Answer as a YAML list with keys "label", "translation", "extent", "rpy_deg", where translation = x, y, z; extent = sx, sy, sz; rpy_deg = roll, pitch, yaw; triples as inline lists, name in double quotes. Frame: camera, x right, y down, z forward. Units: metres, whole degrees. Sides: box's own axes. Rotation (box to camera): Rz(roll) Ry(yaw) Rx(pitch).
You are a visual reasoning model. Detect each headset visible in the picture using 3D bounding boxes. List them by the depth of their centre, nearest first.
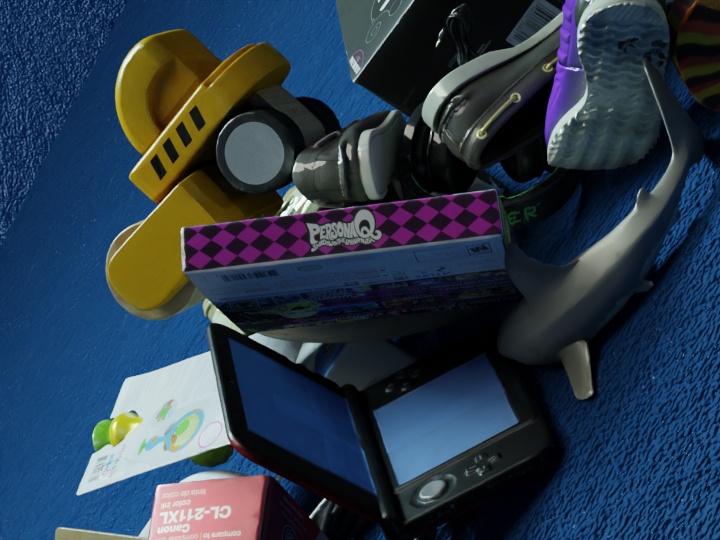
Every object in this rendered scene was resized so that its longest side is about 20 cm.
- label: "headset"
  translation: [0.084, -0.103, 1.653]
  extent: [0.200, 0.123, 0.094]
  rpy_deg: [-94, -5, -55]

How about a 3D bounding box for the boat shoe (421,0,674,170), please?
- label: "boat shoe"
  translation: [0.140, -0.133, 1.603]
  extent: [0.201, 0.061, 0.072]
  rpy_deg: [-31, -29, -13]

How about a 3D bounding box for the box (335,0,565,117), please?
- label: "box"
  translation: [0.075, -0.210, 1.891]
  extent: [0.149, 0.124, 0.200]
  rpy_deg: [-53, 19, 17]

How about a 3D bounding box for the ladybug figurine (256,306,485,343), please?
- label: "ladybug figurine"
  translation: [0.000, 0.000, 1.665]
  extent: [0.199, 0.072, 0.136]
  rpy_deg: [-6, 19, 17]

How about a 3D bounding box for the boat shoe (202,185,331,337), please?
- label: "boat shoe"
  translation: [-0.050, -0.029, 1.765]
  extent: [0.063, 0.073, 0.200]
  rpy_deg: [43, 104, 29]

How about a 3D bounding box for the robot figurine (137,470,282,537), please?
- label: "robot figurine"
  translation: [-0.115, 0.225, 1.698]
  extent: [0.200, 0.113, 0.170]
  rpy_deg: [-55, 9, 18]

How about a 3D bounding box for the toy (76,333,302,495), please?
- label: "toy"
  translation: [-0.114, 0.110, 1.741]
  extent: [0.200, 0.047, 0.115]
  rpy_deg: [-17, 38, 37]

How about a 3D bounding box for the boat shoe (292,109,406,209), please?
- label: "boat shoe"
  translation: [-0.002, -0.077, 1.651]
  extent: [0.200, 0.057, 0.067]
  rpy_deg: [-23, -72, -79]

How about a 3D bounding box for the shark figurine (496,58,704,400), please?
- label: "shark figurine"
  translation: [0.137, -0.014, 1.446]
  extent: [0.215, 0.089, 0.128]
  rpy_deg: [-54, 19, 23]

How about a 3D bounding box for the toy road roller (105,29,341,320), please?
- label: "toy road roller"
  translation: [-0.121, -0.079, 1.658]
  extent: [0.200, 0.146, 0.123]
  rpy_deg: [-49, -6, 18]

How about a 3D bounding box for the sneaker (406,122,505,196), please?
- label: "sneaker"
  translation: [0.045, -0.063, 1.814]
  extent: [0.080, 0.074, 0.200]
  rpy_deg: [-59, 16, 6]

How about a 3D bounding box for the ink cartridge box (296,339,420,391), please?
- label: "ink cartridge box"
  translation: [-0.032, 0.090, 1.777]
  extent: [0.116, 0.067, 0.200]
  rpy_deg: [-59, 17, -3]

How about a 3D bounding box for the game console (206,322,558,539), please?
- label: "game console"
  translation: [0.010, 0.074, 1.487]
  extent: [0.172, 0.119, 0.200]
  rpy_deg: [-28, 23, 3]

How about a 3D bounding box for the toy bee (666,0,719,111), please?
- label: "toy bee"
  translation: [0.237, -0.204, 1.446]
  extent: [0.200, 0.109, 0.131]
  rpy_deg: [-60, 15, -4]

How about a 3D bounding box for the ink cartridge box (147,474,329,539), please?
- label: "ink cartridge box"
  translation: [-0.072, 0.244, 1.408]
  extent: [0.083, 0.146, 0.201]
  rpy_deg: [-6, 56, 22]

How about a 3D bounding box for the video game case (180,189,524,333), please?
- label: "video game case"
  translation: [0.001, -0.003, 1.513]
  extent: [0.181, 0.199, 0.036]
  rpy_deg: [54, -150, -73]

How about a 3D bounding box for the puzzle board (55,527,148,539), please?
- label: "puzzle board"
  translation: [-0.135, 0.259, 1.611]
  extent: [0.200, 0.017, 0.151]
  rpy_deg: [1, 89, 38]

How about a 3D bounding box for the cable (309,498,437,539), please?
- label: "cable"
  translation: [-0.003, 0.192, 1.569]
  extent: [0.200, 0.051, 0.163]
  rpy_deg: [-45, 26, 27]

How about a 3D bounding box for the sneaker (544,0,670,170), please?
- label: "sneaker"
  translation: [0.159, -0.146, 1.514]
  extent: [0.200, 0.069, 0.100]
  rpy_deg: [100, 170, -59]
